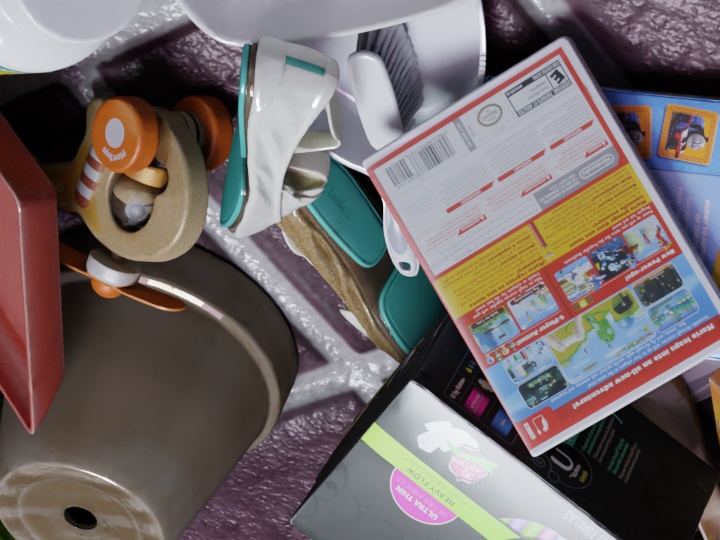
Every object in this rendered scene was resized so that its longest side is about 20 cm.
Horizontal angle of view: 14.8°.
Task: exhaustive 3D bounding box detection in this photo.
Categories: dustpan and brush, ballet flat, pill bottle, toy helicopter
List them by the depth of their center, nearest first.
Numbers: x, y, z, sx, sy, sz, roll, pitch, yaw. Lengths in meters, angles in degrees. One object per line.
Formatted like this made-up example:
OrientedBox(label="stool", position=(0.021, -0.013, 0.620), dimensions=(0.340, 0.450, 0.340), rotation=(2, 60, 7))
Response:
OrientedBox(label="pill bottle", position=(-0.197, -0.166, 1.556), dimensions=(0.113, 0.113, 0.200), rotation=(43, 161, -25))
OrientedBox(label="ballet flat", position=(-0.045, -0.071, 1.628), dimensions=(0.069, 0.070, 0.200), rotation=(18, 154, 2))
OrientedBox(label="dustpan and brush", position=(0.017, -0.084, 1.658), dimensions=(0.139, 0.057, 0.200), rotation=(3, 136, 18))
OrientedBox(label="toy helicopter", position=(-0.167, -0.043, 1.741), dimensions=(0.200, 0.079, 0.133), rotation=(3, 95, 44))
OrientedBox(label="ballet flat", position=(0.000, 0.000, 1.760), dimensions=(0.072, 0.068, 0.200), rotation=(-1, 138, 51))

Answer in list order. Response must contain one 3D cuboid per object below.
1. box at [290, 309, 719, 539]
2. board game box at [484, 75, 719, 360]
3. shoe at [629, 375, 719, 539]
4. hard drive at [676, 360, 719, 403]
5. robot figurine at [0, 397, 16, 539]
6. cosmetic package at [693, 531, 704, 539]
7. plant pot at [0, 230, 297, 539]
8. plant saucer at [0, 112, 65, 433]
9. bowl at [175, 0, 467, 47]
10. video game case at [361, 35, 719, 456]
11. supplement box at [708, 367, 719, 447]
OrientedBox(label="box", position=(0.089, 0.139, 1.699), dimensions=(0.200, 0.124, 0.149), rotation=(37, 125, -2))
OrientedBox(label="board game box", position=(0.166, -0.029, 1.613), dimensions=(0.199, 0.037, 0.152), rotation=(7, 96, 16))
OrientedBox(label="shoe", position=(0.183, 0.114, 1.756), dimensions=(0.070, 0.053, 0.200), rotation=(-13, 129, 31))
OrientedBox(label="hard drive", position=(0.149, 0.014, 1.731), dimensions=(0.200, 0.038, 0.140), rotation=(42, 134, -23))
OrientedBox(label="robot figurine", position=(-0.264, 0.162, 1.946), dimensions=(0.199, 0.176, 0.116), rotation=(7, 127, -16))
OrientedBox(label="cosmetic package", position=(0.144, 0.168, 1.866), dimensions=(0.199, 0.083, 0.051), rotation=(10, 136, 10))
OrientedBox(label="plant pot", position=(-0.161, 0.101, 1.841), dimensions=(0.199, 0.174, 0.200), rotation=(11, 137, 11))
OrientedBox(label="plant saucer", position=(-0.236, -0.032, 1.744), dimensions=(0.037, 0.200, 0.200), rotation=(-20, 137, -23))
OrientedBox(label="bowl", position=(-0.033, -0.224, 1.516), dimensions=(0.199, 0.075, 0.200), rotation=(-8, 131, 29))
OrientedBox(label="video game case", position=(0.110, -0.014, 1.600), dimensions=(0.143, 0.017, 0.200), rotation=(-31, 87, 15))
OrientedBox(label="supplement box", position=(0.261, 0.109, 1.696), dimensions=(0.069, 0.066, 0.200), rotation=(44, 167, 29))
